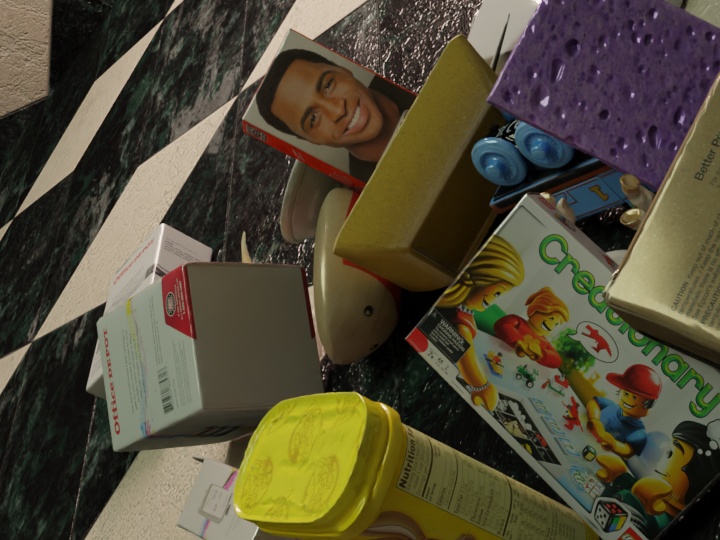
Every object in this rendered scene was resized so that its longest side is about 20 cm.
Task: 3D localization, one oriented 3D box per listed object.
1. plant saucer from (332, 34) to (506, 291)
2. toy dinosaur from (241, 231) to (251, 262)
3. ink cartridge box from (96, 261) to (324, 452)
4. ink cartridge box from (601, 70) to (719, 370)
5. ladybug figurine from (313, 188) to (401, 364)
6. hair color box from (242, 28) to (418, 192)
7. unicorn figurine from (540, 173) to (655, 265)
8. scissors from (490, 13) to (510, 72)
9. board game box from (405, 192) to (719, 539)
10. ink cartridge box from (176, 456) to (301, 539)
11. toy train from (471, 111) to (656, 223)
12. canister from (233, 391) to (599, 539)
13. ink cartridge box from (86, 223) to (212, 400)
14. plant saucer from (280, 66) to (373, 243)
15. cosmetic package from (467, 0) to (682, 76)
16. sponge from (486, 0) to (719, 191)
[{"bbox_3d":[0.079,-0.073,1.061,0.048,0.200,0.201,31,92,24],"label":"plant saucer"},{"bbox_3d":[-0.124,0.049,1.434,0.101,0.058,0.200,-40,37,9],"label":"toy dinosaur"},{"bbox_3d":[-0.156,0.091,1.273,0.200,0.144,0.146,-27,69,49],"label":"ink cartridge box"},{"bbox_3d":[0.253,-0.031,0.680,0.164,0.075,0.201,26,86,31],"label":"ink cartridge box"},{"bbox_3d":[0.000,0.000,1.173,0.072,0.136,0.200,-5,42,7],"label":"ladybug figurine"},{"bbox_3d":[-0.003,-0.135,1.199,0.102,0.199,0.061,-64,2,-5],"label":"hair color box"},{"bbox_3d":[0.169,-0.001,0.857,0.200,0.137,0.074,11,61,49],"label":"unicorn figurine"},{"bbox_3d":[0.106,-0.136,1.119,0.073,0.014,0.201,-22,-43,-57],"label":"scissors"},{"bbox_3d":[0.138,0.064,0.779,0.200,0.035,0.126,45,110,17],"label":"board game box"},{"bbox_3d":[-0.078,0.218,1.077,0.200,0.116,0.068,2,65,63],"label":"ink cartridge box"},{"bbox_3d":[0.170,-0.091,0.934,0.200,0.114,0.087,-24,28,53],"label":"toy train"},{"bbox_3d":[0.038,0.160,0.821,0.148,0.200,0.087,-15,50,57],"label":"canister"},{"bbox_3d":[-0.274,0.061,1.644,0.144,0.084,0.201,-41,32,37],"label":"ink cartridge box"},{"bbox_3d":[-0.016,-0.112,1.320,0.201,0.050,0.200,-61,-12,-22],"label":"plant saucer"},{"bbox_3d":[0.180,-0.218,1.091,0.200,0.081,0.113,-3,61,62],"label":"cosmetic package"},{"bbox_3d":[0.196,-0.114,0.828,0.112,0.199,0.030,-62,-2,2],"label":"sponge"}]
